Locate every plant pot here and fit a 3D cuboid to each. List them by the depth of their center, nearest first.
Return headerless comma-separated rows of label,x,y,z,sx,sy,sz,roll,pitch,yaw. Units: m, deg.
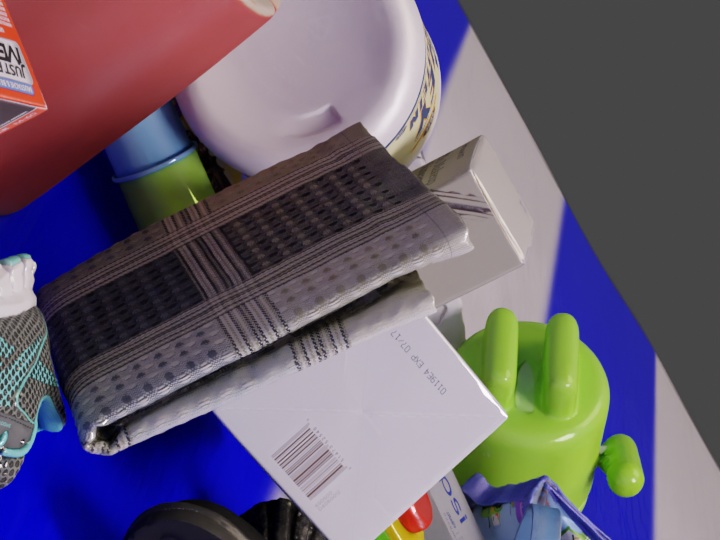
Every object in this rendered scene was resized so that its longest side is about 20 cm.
plant pot,-0.149,-0.152,1.052,0.201,0.177,0.201,56,17,-27

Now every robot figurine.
robot figurine,0.112,0.117,1.490,0.200,0.175,0.116,95,-1,-47

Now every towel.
towel,-0.053,0.006,0.999,0.035,0.200,0.193,65,-5,-23

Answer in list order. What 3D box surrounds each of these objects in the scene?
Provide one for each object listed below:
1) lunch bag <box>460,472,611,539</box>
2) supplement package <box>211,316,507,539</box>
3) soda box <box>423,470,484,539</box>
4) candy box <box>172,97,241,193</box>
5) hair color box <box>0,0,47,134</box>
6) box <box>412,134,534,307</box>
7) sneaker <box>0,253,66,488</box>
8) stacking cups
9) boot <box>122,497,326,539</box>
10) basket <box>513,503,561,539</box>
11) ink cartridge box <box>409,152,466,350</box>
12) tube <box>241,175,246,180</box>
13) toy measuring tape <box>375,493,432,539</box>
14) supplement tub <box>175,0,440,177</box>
lunch bag,0.122,0.226,1.412,0.200,0.094,0.151,56,-27,-2
supplement package,-0.025,0.049,1.105,0.114,0.110,0.200,50,-5,-18
soda box,0.017,0.129,1.362,0.200,0.063,0.068,64,17,2
candy box,-0.131,-0.114,1.283,0.200,0.026,0.102,49,37,-44
hair color box,-0.226,-0.137,0.901,0.200,0.111,0.064,68,16,9
box,0.000,0.000,1.252,0.068,0.200,0.082,59,16,-12
sneaker,-0.169,0.051,0.871,0.091,0.078,0.200,68,16,-3
stacking cups,-0.122,-0.081,1.199,0.061,0.060,0.200,-57,127,-72
boot,-0.050,0.159,1.067,0.158,0.079,0.211,-84,152,-55
basket,0.074,0.251,1.152,0.176,0.139,0.200,104,-7,-48
ink cartridge box,0.009,-0.047,1.503,0.146,0.084,0.200,77,-2,-57
tube,-0.061,-0.064,1.451,0.058,0.052,0.200,-18,86,-41
toy measuring tape,0.027,0.181,1.308,0.200,0.074,0.074,58,17,-20
supplement tub,-0.027,-0.115,1.253,0.200,0.145,0.145,29,37,-83
